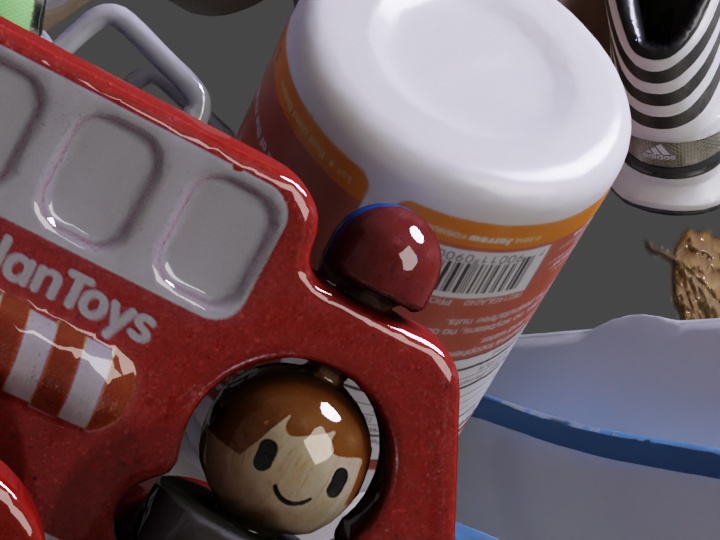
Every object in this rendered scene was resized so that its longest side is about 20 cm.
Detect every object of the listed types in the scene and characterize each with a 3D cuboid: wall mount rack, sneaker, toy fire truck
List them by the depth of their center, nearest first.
[{"bbox_3d":[-0.059,0.041,0.700,0.200,0.112,0.168,26,97,-13],"label":"toy fire truck"},{"bbox_3d":[-0.118,-0.003,0.820,0.174,0.200,0.075,-44,85,-2],"label":"wall mount rack"},{"bbox_3d":[0.137,-0.127,0.977,0.115,0.076,0.201,83,18,-45],"label":"sneaker"}]

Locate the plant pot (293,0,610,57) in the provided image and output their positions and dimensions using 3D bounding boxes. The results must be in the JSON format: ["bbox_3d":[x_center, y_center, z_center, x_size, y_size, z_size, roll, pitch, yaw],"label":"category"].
[{"bbox_3d":[0.032,-0.123,0.927,0.201,0.093,0.201,2,90,-73],"label":"plant pot"}]

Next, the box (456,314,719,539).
[{"bbox_3d":[0.142,0.131,1.078,0.131,0.199,0.200,23,68,-46],"label":"box"}]

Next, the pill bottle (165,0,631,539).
[{"bbox_3d":[0.000,0.000,0.832,0.112,0.200,0.112,14,45,-15],"label":"pill bottle"}]

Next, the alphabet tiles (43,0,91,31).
[{"bbox_3d":[-0.153,-0.149,0.797,0.200,0.167,0.008,48,17,-32],"label":"alphabet tiles"}]

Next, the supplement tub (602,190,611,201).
[{"bbox_3d":[0.078,-0.097,1.094,0.200,0.122,0.123,-54,125,-40],"label":"supplement tub"}]

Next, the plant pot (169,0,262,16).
[{"bbox_3d":[-0.106,-0.206,0.862,0.200,0.187,0.187,18,71,-34],"label":"plant pot"}]

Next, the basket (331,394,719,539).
[{"bbox_3d":[0.046,0.134,0.982,0.200,0.176,0.139,-50,131,-32],"label":"basket"}]

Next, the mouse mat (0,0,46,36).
[{"bbox_3d":[-0.175,-0.088,0.679,0.200,0.008,0.161,7,98,-31],"label":"mouse mat"}]
